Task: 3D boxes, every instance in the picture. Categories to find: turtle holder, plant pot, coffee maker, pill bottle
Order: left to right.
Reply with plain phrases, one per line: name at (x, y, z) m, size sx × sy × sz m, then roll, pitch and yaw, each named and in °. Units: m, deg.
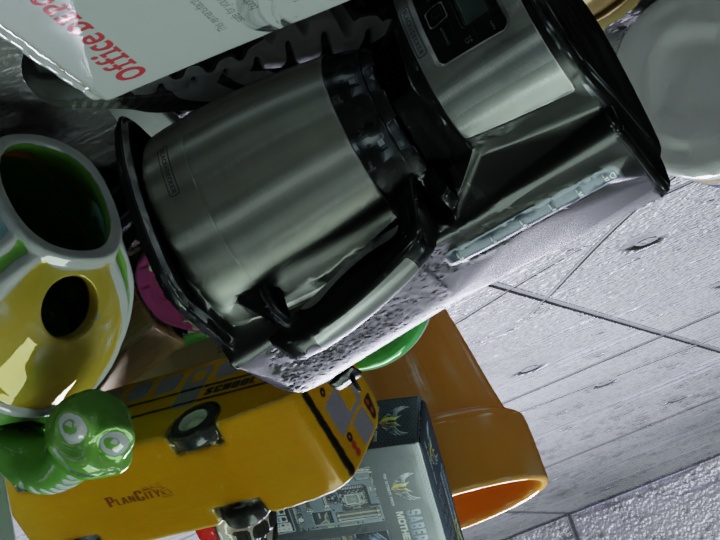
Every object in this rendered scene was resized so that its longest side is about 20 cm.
turtle holder at (-0.179, 0.017, 0.965) m, size 0.141 × 0.186 × 0.132 m, roll 24°, pitch 129°, yaw -25°
plant pot at (0.015, 0.102, 1.457) m, size 0.200 × 0.183 × 0.200 m, roll -17°, pitch 165°, yaw -5°
coffee maker at (0.022, -0.046, 0.864) m, size 0.200 × 0.135 × 0.192 m, roll -28°, pitch 168°, yaw 13°
pill bottle at (0.239, -0.099, 1.168) m, size 0.111 × 0.111 × 0.200 m, roll -28°, pitch 162°, yaw 29°

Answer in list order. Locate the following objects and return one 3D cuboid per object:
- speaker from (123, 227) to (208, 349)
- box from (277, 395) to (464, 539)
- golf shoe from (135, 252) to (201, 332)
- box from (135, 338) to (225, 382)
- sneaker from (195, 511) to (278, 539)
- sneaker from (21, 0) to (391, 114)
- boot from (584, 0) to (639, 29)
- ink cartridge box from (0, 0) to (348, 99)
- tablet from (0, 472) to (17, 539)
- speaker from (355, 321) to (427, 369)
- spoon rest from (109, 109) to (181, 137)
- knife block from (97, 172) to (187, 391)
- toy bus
speaker at (-0.156, 0.024, 1.182) m, size 0.200 × 0.089 × 0.088 m, roll -22°, pitch 164°, yaw 13°
box at (-0.014, 0.181, 1.319) m, size 0.158 × 0.051 × 0.200 m, roll -8°, pitch 126°, yaw 12°
golf shoe at (-0.020, -0.027, 1.004) m, size 0.200 × 0.075 × 0.092 m, roll -22°, pitch -167°, yaw 21°
box at (-0.134, 0.051, 1.285) m, size 0.200 × 0.095 × 0.078 m, roll -29°, pitch 160°, yaw 28°
sneaker at (-0.095, 0.124, 1.170) m, size 0.085 × 0.077 × 0.200 m, roll -10°, pitch -168°, yaw -1°
sneaker at (-0.055, -0.091, 0.906) m, size 0.200 × 0.067 × 0.091 m, roll -15°, pitch 141°, yaw -20°
boot at (0.103, -0.180, 0.843) m, size 0.175 × 0.066 × 0.200 m, roll -32°, pitch 162°, yaw 10°
ink cartridge box at (-0.043, -0.151, 0.723) m, size 0.200 × 0.083 × 0.145 m, roll -21°, pitch 164°, yaw 10°
tablet at (-0.256, 0.081, 1.049) m, size 0.130 × 0.200 × 0.014 m, roll -23°, pitch 154°, yaw 13°
speaker at (0.000, 0.000, 1.139) m, size 0.088 × 0.089 × 0.200 m, roll -20°, pitch -172°, yaw 5°
spoon rest at (-0.030, -0.086, 1.001) m, size 0.200 × 0.061 × 0.099 m, roll -8°, pitch 161°, yaw -31°
knife block at (-0.140, 0.036, 1.091) m, size 0.175 × 0.200 × 0.064 m, roll 9°, pitch 170°, yaw 14°
toy bus at (-0.096, 0.095, 1.049) m, size 0.200 × 0.065 × 0.078 m, roll -16°, pitch -152°, yaw 29°
